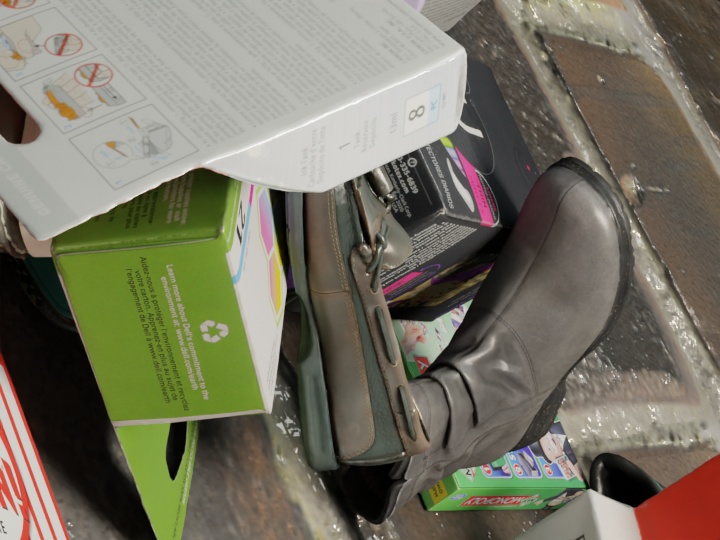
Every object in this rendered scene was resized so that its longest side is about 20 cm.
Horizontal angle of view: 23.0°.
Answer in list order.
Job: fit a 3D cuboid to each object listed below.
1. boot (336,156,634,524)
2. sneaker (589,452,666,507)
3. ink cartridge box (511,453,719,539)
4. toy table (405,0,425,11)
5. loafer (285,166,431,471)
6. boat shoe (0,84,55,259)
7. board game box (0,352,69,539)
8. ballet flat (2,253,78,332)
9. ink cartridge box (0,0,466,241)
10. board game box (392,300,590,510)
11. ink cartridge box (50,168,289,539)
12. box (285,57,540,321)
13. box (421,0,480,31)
[{"bbox_3d":[0.061,0.045,0.904,0.131,0.202,0.070,-23,50,-38],"label":"boot"},{"bbox_3d":[0.166,0.190,1.024,0.080,0.075,0.201,54,16,-34],"label":"sneaker"},{"bbox_3d":[0.148,0.201,0.899,0.043,0.173,0.202,24,40,-36],"label":"ink cartridge box"},{"bbox_3d":[-0.066,-0.173,1.024,0.198,0.186,0.117,10,26,9],"label":"toy table"},{"bbox_3d":[0.000,0.000,0.821,0.072,0.062,0.202,-83,171,-63],"label":"loafer"},{"bbox_3d":[-0.153,-0.077,0.783,0.203,0.059,0.073,-93,177,-53],"label":"boat shoe"},{"bbox_3d":[-0.166,0.103,0.671,0.202,0.046,0.151,65,13,21],"label":"board game box"},{"bbox_3d":[-0.167,-0.054,0.871,0.074,0.074,0.201,-11,68,-56],"label":"ballet flat"},{"bbox_3d":[-0.081,-0.080,0.721,0.199,0.048,0.160,-27,52,-27],"label":"ink cartridge box"},{"bbox_3d":[0.054,0.049,1.074,0.134,0.029,0.202,8,52,-48],"label":"board game box"},{"bbox_3d":[-0.068,0.017,0.803,0.149,0.075,0.201,-86,167,-50],"label":"ink cartridge box"},{"bbox_3d":[0.019,-0.050,0.958,0.200,0.105,0.123,7,56,-65],"label":"box"},{"bbox_3d":[0.005,-0.266,1.236,0.200,0.130,0.200,53,32,3],"label":"box"}]
